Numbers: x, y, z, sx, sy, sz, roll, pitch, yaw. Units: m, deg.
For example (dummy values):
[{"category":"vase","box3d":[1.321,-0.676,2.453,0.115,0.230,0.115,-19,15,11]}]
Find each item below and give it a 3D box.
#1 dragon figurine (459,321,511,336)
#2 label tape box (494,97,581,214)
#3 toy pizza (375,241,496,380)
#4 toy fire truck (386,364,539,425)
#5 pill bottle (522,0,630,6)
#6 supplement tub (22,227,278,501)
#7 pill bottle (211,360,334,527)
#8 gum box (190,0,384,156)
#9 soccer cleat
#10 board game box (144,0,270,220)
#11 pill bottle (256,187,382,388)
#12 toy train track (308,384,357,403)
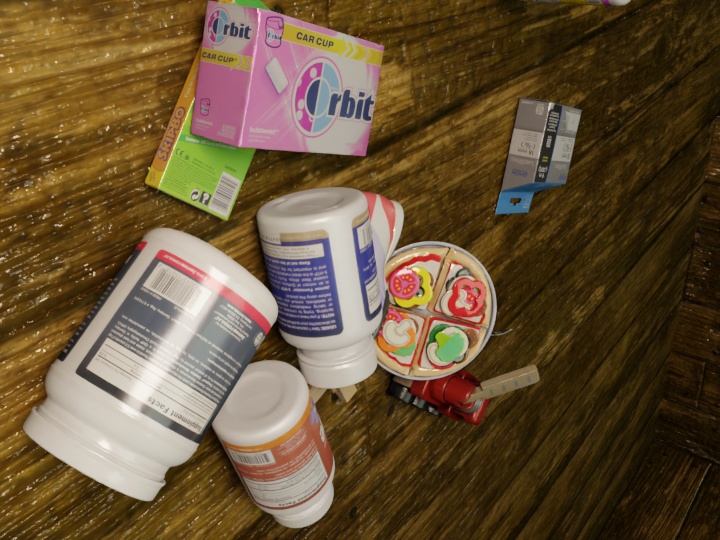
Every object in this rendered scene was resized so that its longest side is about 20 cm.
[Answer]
[{"category":"dragon figurine","box3d":[0.123,0.073,1.014,0.059,0.199,0.099,-62,179,15]},{"category":"label tape box","box3d":[0.314,-0.192,1.219,0.144,0.063,0.201,-8,112,-52]},{"category":"toy pizza","box3d":[0.095,0.060,0.955,0.199,0.032,0.201,-2,104,-9]},{"category":"toy fire truck","box3d":[0.172,0.183,1.079,0.176,0.199,0.129,36,77,-54]},{"category":"pill bottle","box3d":[0.267,-0.413,0.927,0.104,0.199,0.105,-29,128,-45]},{"category":"supplement tub","box3d":[-0.176,0.078,0.602,0.201,0.140,0.140,-59,144,-16]},{"category":"pill bottle","box3d":[-0.093,0.209,0.805,0.112,0.112,0.201,-45,139,-32]},{"category":"gum box","box3d":[-0.059,-0.175,0.665,0.200,0.066,0.114,-9,115,-54]},{"category":"soccer cleat","box3d":[0.000,0.000,0.866,0.073,0.068,0.201,20,78,-34]},{"category":"board game box","box3d":[-0.127,-0.156,0.659,0.095,0.030,0.201,26,86,-57]},{"category":"pill bottle","box3d":[-0.038,0.020,0.760,0.120,0.119,0.201,-29,119,-44]},{"category":"toy train track","box3d":[-0.055,0.090,0.874,0.115,0.032,0.201,-47,132,-30]}]
